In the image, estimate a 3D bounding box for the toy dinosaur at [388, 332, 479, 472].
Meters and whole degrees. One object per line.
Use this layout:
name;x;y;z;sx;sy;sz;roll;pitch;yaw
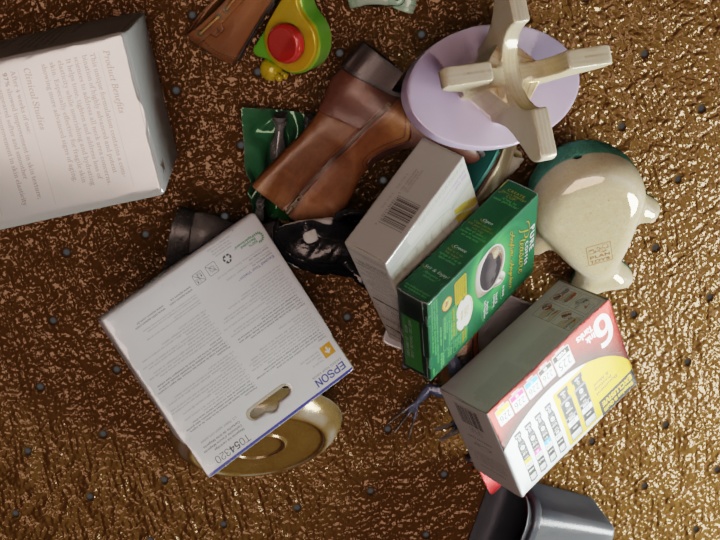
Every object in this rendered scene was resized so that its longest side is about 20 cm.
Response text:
toy dinosaur;0.124;0.139;1.496;0.199;0.105;0.182;-39;126;2

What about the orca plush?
orca plush;0.000;0.000;1.418;0.199;0.072;0.105;23;130;-41

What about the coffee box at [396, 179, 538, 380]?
coffee box;0.115;0.009;1.381;0.200;0.044;0.124;-44;146;-30

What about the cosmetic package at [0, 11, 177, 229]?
cosmetic package;-0.308;-0.157;1.353;0.197;0.167;0.169;-11;108;1

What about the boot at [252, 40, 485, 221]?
boot;0.013;-0.111;1.398;0.187;0.069;0.201;32;101;-26

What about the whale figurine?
whale figurine;0.254;-0.059;1.468;0.157;0.104;0.201;-17;132;5

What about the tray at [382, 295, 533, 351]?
tray;0.133;0.067;1.526;0.198;0.022;0.108;21;104;-9

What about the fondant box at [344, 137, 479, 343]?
fondant box;0.068;-0.021;1.385;0.058;0.201;0.145;27;70;28

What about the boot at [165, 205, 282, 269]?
boot;-0.154;0.029;1.451;0.130;0.070;0.202;11;124;-3

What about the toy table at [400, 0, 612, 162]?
toy table;0.151;-0.197;1.324;0.198;0.117;0.186;-23;93;-18

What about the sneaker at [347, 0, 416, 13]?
sneaker;0.069;-0.335;1.367;0.198;0.074;0.120;-12;102;11

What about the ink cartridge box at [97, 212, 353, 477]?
ink cartridge box;-0.140;0.077;1.369;0.195;0.043;0.201;-35;99;-15

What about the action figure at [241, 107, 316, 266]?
action figure;-0.084;-0.075;1.454;0.117;0.055;0.202;5;111;-8

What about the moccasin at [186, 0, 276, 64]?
moccasin;-0.113;-0.317;1.368;0.077;0.074;0.202;29;113;-21

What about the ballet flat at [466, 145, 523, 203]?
ballet flat;0.162;-0.151;1.442;0.069;0.070;0.202;19;104;-9

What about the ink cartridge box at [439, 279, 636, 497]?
ink cartridge box;0.208;0.145;1.463;0.200;0.084;0.177;-40;126;-20

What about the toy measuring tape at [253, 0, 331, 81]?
toy measuring tape;-0.046;-0.270;1.366;0.073;0.074;0.201;29;124;-12

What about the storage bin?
storage bin;0.215;0.352;1.569;0.133;0.146;0.202;11;107;-17

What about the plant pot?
plant pot;-0.117;0.190;1.482;0.197;0.028;0.201;-7;150;-4
